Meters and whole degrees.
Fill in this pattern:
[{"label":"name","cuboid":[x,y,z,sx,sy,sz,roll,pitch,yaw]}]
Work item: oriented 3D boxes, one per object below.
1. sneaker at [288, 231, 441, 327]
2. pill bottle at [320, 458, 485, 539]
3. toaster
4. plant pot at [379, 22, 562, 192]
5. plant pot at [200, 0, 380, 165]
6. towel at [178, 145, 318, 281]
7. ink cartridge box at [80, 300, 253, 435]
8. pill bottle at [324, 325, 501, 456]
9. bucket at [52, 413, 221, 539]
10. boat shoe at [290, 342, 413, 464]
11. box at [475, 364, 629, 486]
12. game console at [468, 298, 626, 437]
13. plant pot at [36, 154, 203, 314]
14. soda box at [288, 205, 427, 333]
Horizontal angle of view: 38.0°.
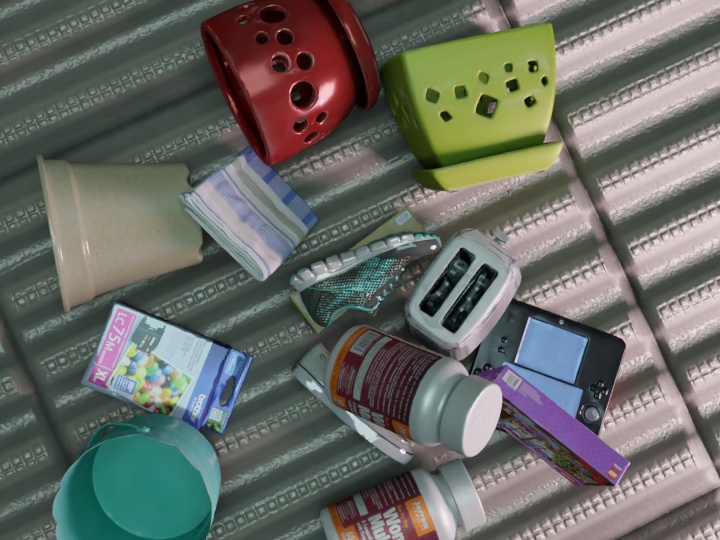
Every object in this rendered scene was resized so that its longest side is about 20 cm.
[{"label":"sneaker","cuboid":[0.014,0.011,1.332,0.199,0.078,0.092,-20,92,5]},{"label":"pill bottle","cuboid":[0.056,0.327,1.370,0.199,0.110,0.110,-22,90,-5]},{"label":"toaster","cuboid":[0.127,0.036,1.368,0.113,0.129,0.200,37,86,12]},{"label":"plant pot","cuboid":[0.147,-0.204,1.358,0.199,0.199,0.182,-13,96,-5]},{"label":"plant pot","cuboid":[-0.084,-0.260,1.336,0.182,0.200,0.201,-27,90,-7]},{"label":"towel","cuboid":[-0.136,-0.078,1.336,0.147,0.200,0.024,46,121,-5]},{"label":"ink cartridge box","cuboid":[-0.255,0.132,1.389,0.199,0.042,0.120,22,87,-5]},{"label":"pill bottle","cuboid":[0.063,0.147,1.276,0.199,0.109,0.110,20,86,31]},{"label":"bucket","cuboid":[-0.273,0.284,1.316,0.206,0.135,0.208,0,98,1]},{"label":"boat shoe","cuboid":[0.003,0.174,1.394,0.200,0.071,0.070,41,88,5]},{"label":"box","cuboid":[0.233,0.202,1.344,0.200,0.137,0.039,38,76,-1]},{"label":"game console","cuboid":[0.249,0.146,1.431,0.199,0.031,0.178,20,87,-4]},{"label":"plant pot","cuboid":[-0.302,-0.060,1.329,0.183,0.200,0.201,-11,89,-16]},{"label":"soda box","cuboid":[0.000,0.000,1.397,0.200,0.068,0.064,-37,91,-5]}]
